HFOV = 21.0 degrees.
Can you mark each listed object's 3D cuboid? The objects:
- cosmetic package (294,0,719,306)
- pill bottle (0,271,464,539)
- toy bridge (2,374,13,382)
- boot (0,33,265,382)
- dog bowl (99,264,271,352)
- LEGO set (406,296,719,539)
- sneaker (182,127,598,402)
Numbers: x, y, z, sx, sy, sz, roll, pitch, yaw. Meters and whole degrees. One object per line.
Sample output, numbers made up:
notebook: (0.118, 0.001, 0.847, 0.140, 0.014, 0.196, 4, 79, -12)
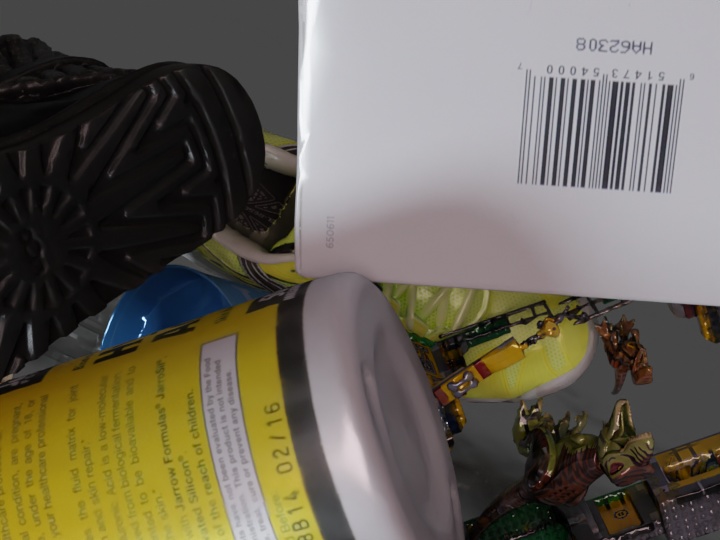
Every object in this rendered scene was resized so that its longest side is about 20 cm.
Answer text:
cosmetic package: (0.084, -0.087, 0.691, 0.197, 0.201, 0.124, 4, 119, 3)
pill bottle: (-0.074, 0.081, 0.632, 0.198, 0.111, 0.112, -18, 87, 12)
toy bridge: (-0.176, 0.039, 0.785, 0.067, 0.027, 0.201, 35, 77, -29)
boot: (-0.152, -0.020, 0.684, 0.210, 0.157, 0.080, -25, 115, -34)
dog bowl: (-0.061, 0.098, 0.747, 0.049, 0.111, 0.202, 2, 104, -39)
LEGO set: (0.098, 0.080, 0.719, 0.198, 0.116, 0.155, -12, 116, -4)
sneaker: (0.000, 0.000, 0.767, 0.198, 0.076, 0.076, 21, 88, 1)
